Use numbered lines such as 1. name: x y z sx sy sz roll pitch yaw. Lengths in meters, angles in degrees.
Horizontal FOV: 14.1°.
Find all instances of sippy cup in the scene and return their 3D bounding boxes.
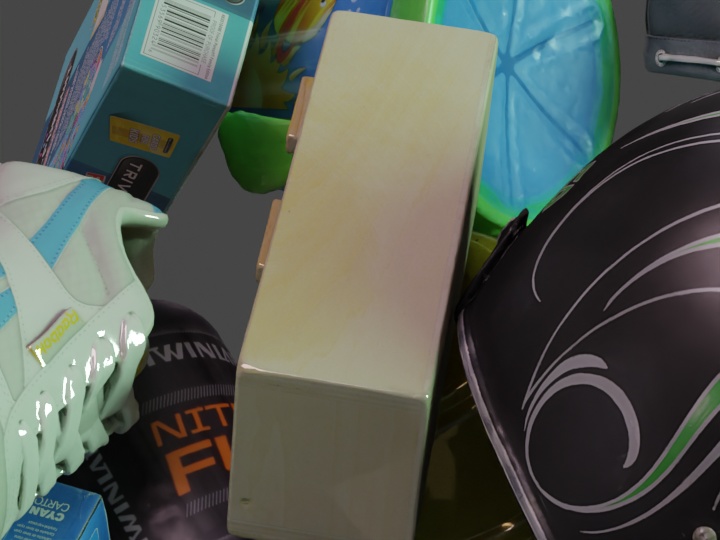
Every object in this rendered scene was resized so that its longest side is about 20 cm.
1. sippy cup: 0.017 -0.082 1.192 0.130 0.177 0.141 -1 76 39

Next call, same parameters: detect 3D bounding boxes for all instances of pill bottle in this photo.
1. pill bottle: -0.075 0.085 1.028 0.106 0.106 0.201 -30 67 -4

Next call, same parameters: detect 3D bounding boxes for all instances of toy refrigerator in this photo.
1. toy refrigerator: 0.000 0.000 1.002 0.069 0.076 0.201 9 41 4

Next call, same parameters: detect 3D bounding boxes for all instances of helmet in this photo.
1. helmet: 0.148 0.035 0.954 0.190 0.200 0.201 -29 42 12

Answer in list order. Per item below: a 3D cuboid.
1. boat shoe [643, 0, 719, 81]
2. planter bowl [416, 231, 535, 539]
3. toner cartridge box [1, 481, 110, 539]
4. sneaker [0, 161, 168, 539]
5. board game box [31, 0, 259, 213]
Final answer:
1. boat shoe: 0.196 -0.077 1.161 0.199 0.073 0.062 27 107 33
2. planter bowl: 0.026 0.046 1.091 0.199 0.084 0.201 -14 45 14
3. toner cartridge box: -0.190 0.094 0.942 0.199 0.043 0.095 14 50 15
4. sneaker: -0.109 0.033 0.919 0.080 0.077 0.201 10 40 -3
5. board game box: -0.089 -0.079 1.190 0.047 0.200 0.152 21 54 -11
